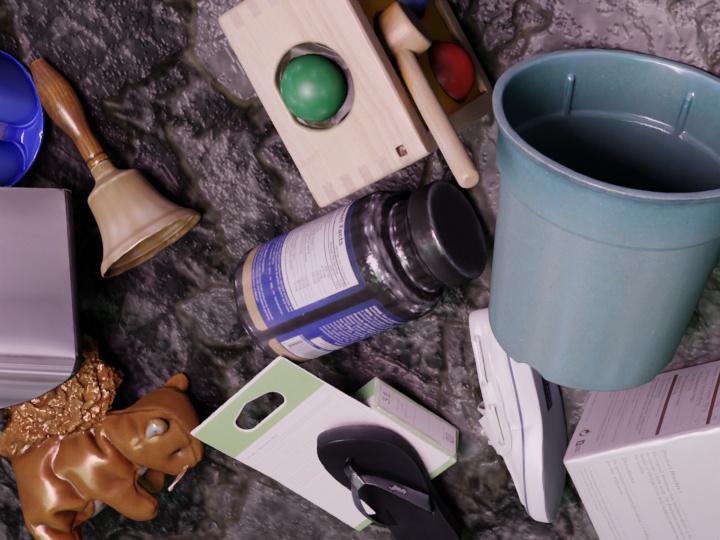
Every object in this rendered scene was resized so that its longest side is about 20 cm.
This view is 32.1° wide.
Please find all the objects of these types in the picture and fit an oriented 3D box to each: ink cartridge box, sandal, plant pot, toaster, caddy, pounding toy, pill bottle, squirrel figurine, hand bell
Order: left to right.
[{"bbox_3d":[-0.390,-0.146,1.153,0.200,0.105,0.142,19,99,14],"label":"caddy"},{"bbox_3d":[-0.338,0.036,1.122,0.181,0.119,0.200,-21,70,46],"label":"toaster"},{"bbox_3d":[-0.241,-0.105,1.131,0.104,0.104,0.200,-35,87,33],"label":"hand bell"},{"bbox_3d":[-0.256,0.158,1.232,0.187,0.142,0.200,-31,103,26],"label":"squirrel figurine"},{"bbox_3d":[-0.031,0.148,1.142,0.200,0.048,0.146,35,126,-20],"label":"ink cartridge box"},{"bbox_3d":[0.000,0.000,1.052,0.200,0.112,0.112,-23,105,30],"label":"pill bottle"},{"bbox_3d":[0.017,-0.143,0.908,0.142,0.200,0.184,-25,98,31],"label":"pounding toy"},{"bbox_3d":[0.033,0.207,1.128,0.076,0.043,0.200,-25,125,24],"label":"sandal"},{"bbox_3d":[0.181,-0.031,0.923,0.200,0.200,0.196,18,129,14],"label":"plant pot"}]

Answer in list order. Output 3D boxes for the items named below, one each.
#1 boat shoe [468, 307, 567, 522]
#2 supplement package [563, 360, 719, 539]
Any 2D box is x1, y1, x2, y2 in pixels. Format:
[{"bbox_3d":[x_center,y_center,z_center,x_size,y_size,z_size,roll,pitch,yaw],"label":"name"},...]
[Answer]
[{"bbox_3d":[0.135,0.123,1.089,0.065,0.074,0.200,-1,105,29],"label":"boat shoe"},{"bbox_3d":[0.285,0.149,1.002,0.200,0.117,0.117,-17,107,30],"label":"supplement package"}]
